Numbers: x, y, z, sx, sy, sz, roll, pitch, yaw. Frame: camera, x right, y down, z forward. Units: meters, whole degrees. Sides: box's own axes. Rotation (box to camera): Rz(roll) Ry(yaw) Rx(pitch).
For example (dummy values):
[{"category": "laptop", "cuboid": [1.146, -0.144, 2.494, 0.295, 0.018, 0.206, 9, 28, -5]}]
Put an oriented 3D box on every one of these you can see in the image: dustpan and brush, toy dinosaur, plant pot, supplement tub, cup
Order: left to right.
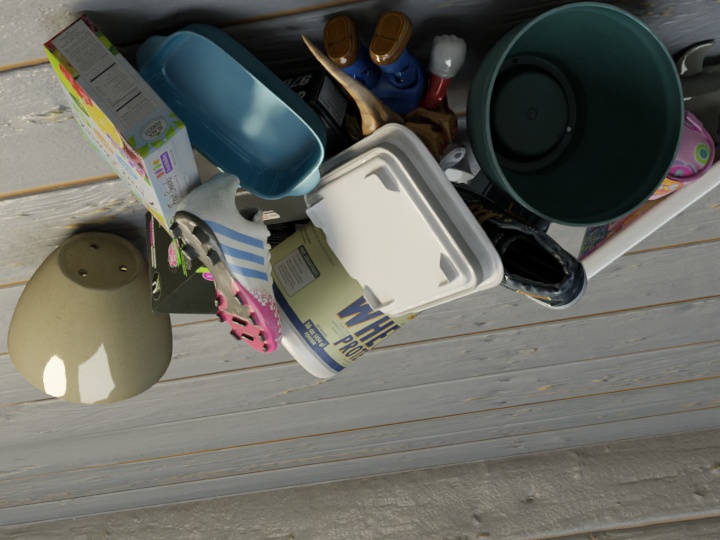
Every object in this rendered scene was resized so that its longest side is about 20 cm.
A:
[{"category": "cup", "cuboid": [-0.317, 0.038, 1.808, 0.200, 0.200, 0.143, -1, 134, -16]}, {"category": "supplement tub", "cuboid": [0.000, 0.000, 1.546, 0.200, 0.145, 0.145, -36, 156, 7]}, {"category": "toy dinosaur", "cuboid": [0.024, -0.128, 1.351, 0.106, 0.060, 0.200, 2, 150, 23]}, {"category": "dustpan and brush", "cuboid": [0.075, -0.112, 1.635, 0.140, 0.057, 0.200, -1, 160, -15]}, {"category": "plant pot", "cuboid": [0.180, -0.145, 1.410, 0.200, 0.200, 0.134, 1, -174, -20]}]

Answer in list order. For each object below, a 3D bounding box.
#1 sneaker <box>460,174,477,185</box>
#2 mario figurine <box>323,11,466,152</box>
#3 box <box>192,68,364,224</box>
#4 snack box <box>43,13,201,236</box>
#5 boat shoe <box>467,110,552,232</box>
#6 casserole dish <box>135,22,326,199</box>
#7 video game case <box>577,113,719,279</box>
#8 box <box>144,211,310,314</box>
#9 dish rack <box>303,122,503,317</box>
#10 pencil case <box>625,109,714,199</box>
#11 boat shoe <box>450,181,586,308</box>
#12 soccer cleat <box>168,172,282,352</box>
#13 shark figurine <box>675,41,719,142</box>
[{"category": "sneaker", "cuboid": [0.147, -0.082, 1.629, 0.200, 0.075, 0.087, -43, 171, 3]}, {"category": "mario figurine", "cuboid": [0.036, -0.185, 1.422, 0.106, 0.123, 0.200, -49, 150, -5]}, {"category": "box", "cuboid": [-0.080, -0.114, 1.474, 0.200, 0.046, 0.159, -7, 141, 32]}, {"category": "snack box", "cuboid": [-0.209, -0.127, 1.375, 0.053, 0.142, 0.200, -38, 166, -11]}, {"category": "boat shoe", "cuboid": [0.167, -0.088, 1.518, 0.091, 0.200, 0.071, 33, 146, 4]}, {"category": "casserole dish", "cuboid": [-0.113, -0.148, 1.371, 0.200, 0.039, 0.121, 40, 137, -12]}, {"category": "video game case", "cuboid": [0.316, -0.086, 1.592, 0.200, 0.024, 0.182, -38, -170, 26]}, {"category": "box", "cuboid": [-0.137, -0.036, 1.694, 0.148, 0.124, 0.200, 4, 160, -29]}, {"category": "dish rack", "cuboid": [0.027, -0.033, 1.373, 0.044, 0.172, 0.200, -39, -172, -28]}, {"category": "pencil case", "cuboid": [0.271, -0.107, 1.533, 0.087, 0.087, 0.200, 1, 170, -20]}, {"category": "boat shoe", "cuboid": [0.115, -0.034, 1.387, 0.200, 0.071, 0.091, 28, 178, 16]}, {"category": "soccer cleat", "cuboid": [-0.107, -0.006, 1.433, 0.070, 0.086, 0.200, 17, 146, 37]}, {"category": "shark figurine", "cuboid": [0.363, -0.176, 1.502, 0.214, 0.090, 0.128, -12, 162, 22]}]
